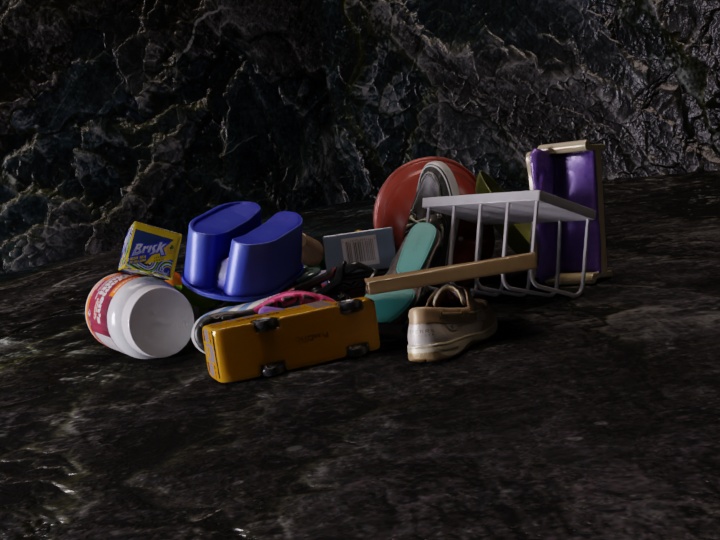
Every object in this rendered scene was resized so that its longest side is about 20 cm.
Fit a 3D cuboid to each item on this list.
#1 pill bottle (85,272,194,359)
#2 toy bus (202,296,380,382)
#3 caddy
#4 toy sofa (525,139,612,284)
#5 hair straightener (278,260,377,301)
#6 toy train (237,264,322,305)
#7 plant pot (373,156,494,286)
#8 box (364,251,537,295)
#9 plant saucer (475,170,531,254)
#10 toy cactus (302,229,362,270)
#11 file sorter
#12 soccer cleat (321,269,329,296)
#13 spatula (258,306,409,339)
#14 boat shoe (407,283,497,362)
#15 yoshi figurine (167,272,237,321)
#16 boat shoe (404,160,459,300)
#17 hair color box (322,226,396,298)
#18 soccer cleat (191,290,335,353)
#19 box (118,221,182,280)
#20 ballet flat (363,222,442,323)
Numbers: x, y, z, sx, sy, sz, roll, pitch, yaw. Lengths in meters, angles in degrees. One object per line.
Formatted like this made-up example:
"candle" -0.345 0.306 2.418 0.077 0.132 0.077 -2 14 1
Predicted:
"pill bottle" -0.300 0.062 1.511 0.108 0.112 0.199 -11 7 -27
"toy bus" -0.080 0.079 1.304 0.197 0.066 0.078 -11 6 -21
"caddy" -0.157 -0.017 1.505 0.139 0.107 0.200 13 22 20
"toy sofa" 0.301 -0.082 1.593 0.082 0.204 0.097 -1 3 39
"hair straightener" -0.061 0.050 1.478 0.198 0.078 0.041 -25 -9 12
"toy train" -0.117 0.042 1.611 0.113 0.086 0.199 -25 15 -19
"plant pot" 0.126 -0.067 1.781 0.197 0.204 0.195 -8 15 -2
"box" 0.104 0.004 1.333 0.196 0.022 0.163 -9 -1 -1
"plant saucer" 0.236 -0.067 1.707 0.031 0.201 0.200 -38 -1 14
"toy cactus" -0.064 -0.022 1.805 0.197 0.104 0.165 -10 -27 20
"file sorter" 0.198 -0.030 1.513 0.198 0.127 0.138 -1 -9 44
"soccer cleat" -0.043 0.028 1.721 0.197 0.069 0.073 -4 27 19
"spatula" -0.031 0.075 1.374 0.196 0.057 0.021 0 -23 9
"boat shoe" 0.108 0.050 1.284 0.073 0.070 0.200 -5 8 24
"yoshi figurine" -0.230 0.023 1.606 0.111 0.114 0.200 24 2 -25
"boat shoe" 0.100 -0.056 1.609 0.070 0.204 0.063 7 11 39
"hair color box" 0.000 0.000 1.586 0.097 0.062 0.200 -8 -14 -1
"soccer cleat" -0.121 0.066 1.437 0.196 0.071 0.086 -7 0 -7
"box" -0.296 -0.025 1.553 0.069 0.065 0.200 15 -5 -14
"ballet flat" 0.056 0.028 1.452 0.067 0.069 0.201 21 58 25
